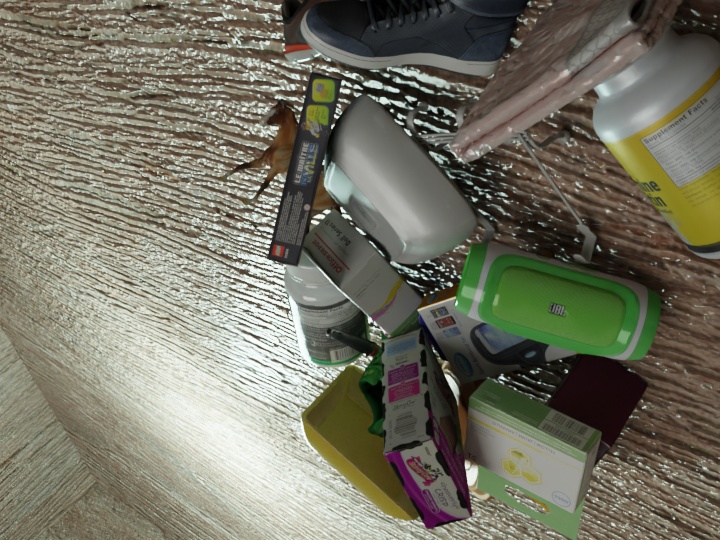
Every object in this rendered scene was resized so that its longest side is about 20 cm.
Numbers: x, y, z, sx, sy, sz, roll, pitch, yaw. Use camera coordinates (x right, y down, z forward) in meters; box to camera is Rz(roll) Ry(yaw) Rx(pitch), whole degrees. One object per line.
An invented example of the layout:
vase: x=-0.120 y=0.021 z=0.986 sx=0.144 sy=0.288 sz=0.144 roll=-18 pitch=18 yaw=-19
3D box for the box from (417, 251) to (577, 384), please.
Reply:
box: x=0.163 y=0.064 z=0.946 sx=0.200 sy=0.041 sz=0.119 roll=-22 pitch=108 yaw=31

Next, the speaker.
speaker: x=0.204 y=0.032 z=0.833 sx=0.200 sy=0.089 sz=0.089 roll=15 pitch=141 yaw=5

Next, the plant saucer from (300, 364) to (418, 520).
plant saucer: x=0.016 y=0.243 z=1.102 sx=0.200 sy=0.200 sz=0.048 roll=41 pitch=114 yaw=5

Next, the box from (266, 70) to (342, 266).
box: x=-0.062 y=-0.108 z=0.863 sx=0.035 sy=0.200 sz=0.110 roll=13 pitch=-175 yaw=-6

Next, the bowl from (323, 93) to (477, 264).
bowl: x=0.028 y=-0.088 z=0.900 sx=0.200 sy=0.075 sz=0.200 roll=50 pitch=170 yaw=1

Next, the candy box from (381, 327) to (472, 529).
candy box: x=0.077 y=0.184 z=0.949 sx=0.061 sy=0.200 sz=0.136 roll=-20 pitch=121 yaw=12

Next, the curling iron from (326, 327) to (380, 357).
curling iron: x=0.010 y=0.124 z=1.161 sx=0.026 sy=0.050 sz=0.200 roll=36 pitch=178 yaw=39

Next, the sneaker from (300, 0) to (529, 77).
sneaker: x=0.056 y=-0.247 z=0.691 sx=0.146 sy=0.202 sz=0.077 roll=118 pitch=145 yaw=-55

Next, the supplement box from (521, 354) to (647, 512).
supplement box: x=0.259 y=0.201 z=0.978 sx=0.086 sy=0.110 sz=0.200 roll=34 pitch=145 yaw=17

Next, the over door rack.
over door rack: x=0.153 y=-0.101 z=0.831 sx=0.148 sy=0.067 sz=0.200 roll=8 pitch=143 yaw=46

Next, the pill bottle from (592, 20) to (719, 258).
pill bottle: x=0.260 y=-0.115 z=0.632 sx=0.200 sy=0.112 sz=0.112 roll=48 pitch=147 yaw=-11

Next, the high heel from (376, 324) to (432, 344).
high heel: x=0.102 y=0.066 z=1.043 sx=0.200 sy=0.067 sz=0.096 roll=22 pitch=150 yaw=25

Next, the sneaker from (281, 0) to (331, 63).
sneaker: x=-0.021 y=-0.273 z=0.832 sx=0.200 sy=0.077 sz=0.082 roll=2 pitch=117 yaw=44

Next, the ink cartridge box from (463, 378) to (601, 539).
ink cartridge box: x=0.194 y=0.237 z=0.929 sx=0.145 sy=0.048 sz=0.200 roll=23 pitch=131 yaw=30

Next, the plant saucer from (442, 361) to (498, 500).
plant saucer: x=0.146 y=0.216 z=1.091 sx=0.200 sy=0.032 sz=0.201 roll=170 pitch=90 yaw=-77

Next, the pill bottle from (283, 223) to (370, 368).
pill bottle: x=-0.050 y=0.038 z=1.148 sx=0.113 sy=0.113 sz=0.200 roll=24 pitch=140 yaw=31

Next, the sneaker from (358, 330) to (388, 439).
sneaker: x=0.042 y=0.140 z=1.107 sx=0.083 sy=0.200 sz=0.074 roll=11 pitch=150 yaw=-22

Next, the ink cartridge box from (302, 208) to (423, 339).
ink cartridge box: x=0.000 y=0.000 z=0.997 sx=0.200 sy=0.067 sz=0.117 roll=44 pitch=-178 yaw=-45

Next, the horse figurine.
horse figurine: x=-0.089 y=-0.110 z=1.051 sx=0.200 sy=0.133 sz=0.050 roll=47 pitch=168 yaw=-15

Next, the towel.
towel: x=0.168 y=-0.182 z=0.597 sx=0.032 sy=0.200 sz=0.191 roll=45 pitch=147 yaw=-12
